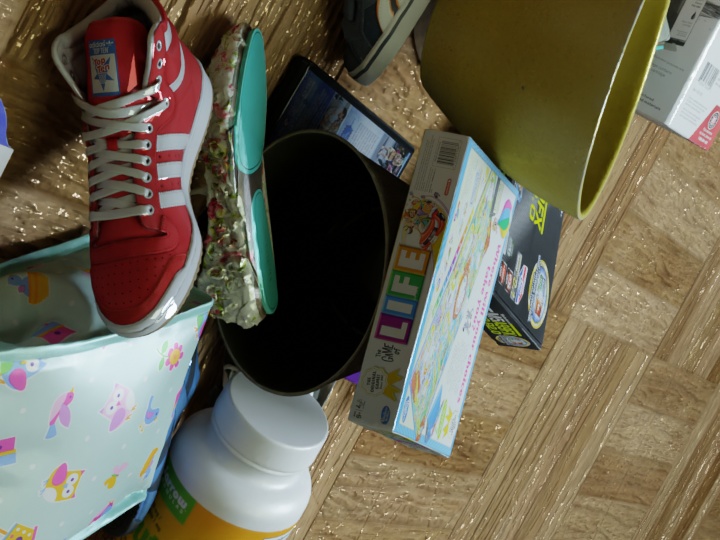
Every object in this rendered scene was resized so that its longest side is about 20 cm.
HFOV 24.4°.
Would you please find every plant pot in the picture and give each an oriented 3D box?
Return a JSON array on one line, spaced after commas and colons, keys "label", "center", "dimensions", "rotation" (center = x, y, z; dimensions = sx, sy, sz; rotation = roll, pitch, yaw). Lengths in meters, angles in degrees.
[{"label": "plant pot", "center": [0.124, -0.154, 1.173], "dimensions": [0.200, 0.141, 0.202], "rotation": [21, 90, -78]}]

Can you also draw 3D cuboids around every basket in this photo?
[{"label": "basket", "center": [0.000, 0.000, 1.216], "dimensions": [0.200, 0.135, 0.183], "rotation": [7, 93, -64]}]

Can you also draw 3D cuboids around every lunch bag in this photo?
[{"label": "lunch bag", "center": [-0.203, 0.084, 1.008], "dimensions": [0.199, 0.121, 0.172], "rotation": [-24, 139, -56]}]

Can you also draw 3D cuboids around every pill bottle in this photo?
[{"label": "pill bottle", "center": [-0.104, 0.173, 1.226], "dimensions": [0.111, 0.111, 0.201], "rotation": [-13, 141, -54]}]

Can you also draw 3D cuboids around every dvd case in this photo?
[{"label": "dvd case", "center": [-0.035, -0.064, 1.253], "dimensions": [0.144, 0.017, 0.200], "rotation": [-60, 152, -1]}]

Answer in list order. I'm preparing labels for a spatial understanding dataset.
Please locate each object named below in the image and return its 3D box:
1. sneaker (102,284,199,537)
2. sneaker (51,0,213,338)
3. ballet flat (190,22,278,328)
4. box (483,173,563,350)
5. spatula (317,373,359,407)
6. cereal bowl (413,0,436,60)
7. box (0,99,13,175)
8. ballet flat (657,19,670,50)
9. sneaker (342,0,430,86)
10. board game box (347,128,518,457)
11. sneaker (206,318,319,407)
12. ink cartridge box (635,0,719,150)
[{"label": "sneaker", "center": [-0.146, 0.100, 1.176], "dimensions": [0.078, 0.066, 0.202], "rotation": [-24, 136, -48]}, {"label": "sneaker", "center": [-0.136, -0.070, 0.963], "dimensions": [0.113, 0.070, 0.202], "rotation": [63, 25, -55]}, {"label": "ballet flat", "center": [-0.093, -0.060, 1.096], "dimensions": [0.076, 0.063, 0.203], "rotation": [-33, 121, -75]}, {"label": "box", "center": [0.133, -0.051, 1.437], "dimensions": [0.160, 0.044, 0.202], "rotation": [44, 55, -61]}, {"label": "spatula", "center": [-0.039, 0.115, 1.397], "dimensions": [0.201, 0.056, 0.021], "rotation": [-60, 172, 13]}, {"label": "cereal bowl", "center": [0.133, -0.225, 1.308], "dimensions": [0.200, 0.083, 0.201], "rotation": [-38, 145, -34]}, {"label": "box", "center": [-0.267, -0.018, 0.893], "dimensions": [0.202, 0.041, 0.119], "rotation": [-64, 152, 3]}, {"label": "ballet flat", "center": [0.213, -0.215, 1.490], "dimensions": [0.199, 0.067, 0.064], "rotation": [-23, 108, -50]}, {"label": "sneaker", "center": [0.023, -0.216, 1.151], "dimensions": [0.200, 0.079, 0.079], "rotation": [-53, -168, 43]}, {"label": "board game box", "center": [0.054, 0.020, 1.147], "dimensions": [0.134, 0.034, 0.202], "rotation": [35, 69, -66]}, {"label": "sneaker", "center": [-0.080, 0.110, 1.286], "dimensions": [0.089, 0.074, 0.201], "rotation": [-46, 149, -27]}, {"label": "ink cartridge box", "center": [0.336, -0.235, 1.633], "dimensions": [0.146, 0.082, 0.201], "rotation": [14, 105, -62]}]
